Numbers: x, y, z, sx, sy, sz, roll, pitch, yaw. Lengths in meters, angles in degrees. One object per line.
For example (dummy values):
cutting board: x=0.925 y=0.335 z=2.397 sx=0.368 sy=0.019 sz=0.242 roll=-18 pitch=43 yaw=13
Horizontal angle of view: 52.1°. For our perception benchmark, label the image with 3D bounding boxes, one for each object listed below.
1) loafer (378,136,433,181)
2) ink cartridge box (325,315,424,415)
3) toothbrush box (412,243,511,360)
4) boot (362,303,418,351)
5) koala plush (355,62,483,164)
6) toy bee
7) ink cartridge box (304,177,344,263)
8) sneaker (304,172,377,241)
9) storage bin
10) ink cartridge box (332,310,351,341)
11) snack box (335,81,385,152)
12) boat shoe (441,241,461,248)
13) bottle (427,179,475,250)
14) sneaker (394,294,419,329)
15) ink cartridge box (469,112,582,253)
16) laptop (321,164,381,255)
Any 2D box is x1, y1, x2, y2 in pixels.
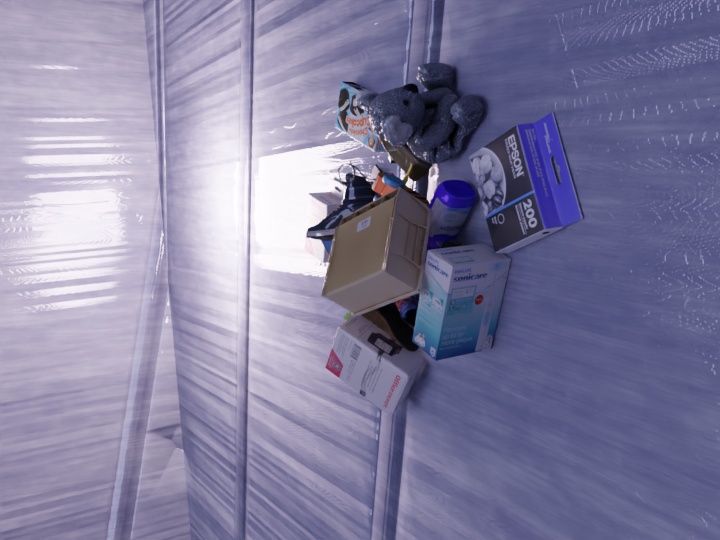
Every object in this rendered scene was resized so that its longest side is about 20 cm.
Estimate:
loafer: x=0.083 y=-0.268 z=1.611 sx=0.200 sy=0.076 sz=0.068 roll=57 pitch=135 yaw=37
ink cartridge box: x=0.032 y=0.217 z=1.717 sx=0.200 sy=0.084 sz=0.145 roll=34 pitch=131 yaw=18
toothbrush box: x=0.193 y=0.058 z=1.424 sx=0.085 sy=0.146 sz=0.201 roll=37 pitch=126 yaw=50
boot: x=0.059 y=0.107 z=1.667 sx=0.200 sy=0.074 sz=0.075 roll=47 pitch=145 yaw=-15
koala plush: x=0.099 y=-0.298 z=1.444 sx=0.178 sy=0.199 sz=0.184 roll=57 pitch=137 yaw=36
toy bee: x=0.069 y=-0.180 z=1.560 sx=0.131 sy=0.109 sz=0.200 roll=-42 pitch=85 yaw=29
ink cartridge box: x=-0.090 y=-0.135 z=1.944 sx=0.116 sy=0.067 sz=0.201 roll=35 pitch=125 yaw=52
sneaker: x=-0.043 y=-0.148 z=1.725 sx=0.201 sy=0.077 sz=0.147 roll=-8 pitch=82 yaw=27
storage bin: x=0.031 y=-0.036 z=1.467 sx=0.200 sy=0.094 sz=0.199 roll=-24 pitch=46 yaw=47
ink cartridge box: x=-0.015 y=0.185 z=1.891 sx=0.104 sy=0.059 sz=0.201 roll=-56 pitch=49 yaw=50
snack box: x=0.006 y=-0.369 z=1.759 sx=0.200 sy=0.037 sz=0.117 roll=41 pitch=130 yaw=49
boat shoe: x=0.175 y=0.037 z=1.511 sx=0.060 sy=0.076 sz=0.201 roll=19 pitch=107 yaw=17
bottle: x=0.163 y=-0.091 z=1.504 sx=0.065 sy=0.083 sz=0.200 roll=58 pitch=140 yaw=34
sneaker: x=0.109 y=0.069 z=1.589 sx=0.200 sy=0.078 sz=0.075 roll=47 pitch=116 yaw=20
ink cartridge box: x=0.289 y=-0.152 z=1.319 sx=0.200 sy=0.043 sz=0.199 roll=-30 pitch=70 yaw=57
laptop: x=0.002 y=-0.112 z=1.744 sx=0.188 sy=0.115 sz=0.200 roll=59 pitch=142 yaw=34
